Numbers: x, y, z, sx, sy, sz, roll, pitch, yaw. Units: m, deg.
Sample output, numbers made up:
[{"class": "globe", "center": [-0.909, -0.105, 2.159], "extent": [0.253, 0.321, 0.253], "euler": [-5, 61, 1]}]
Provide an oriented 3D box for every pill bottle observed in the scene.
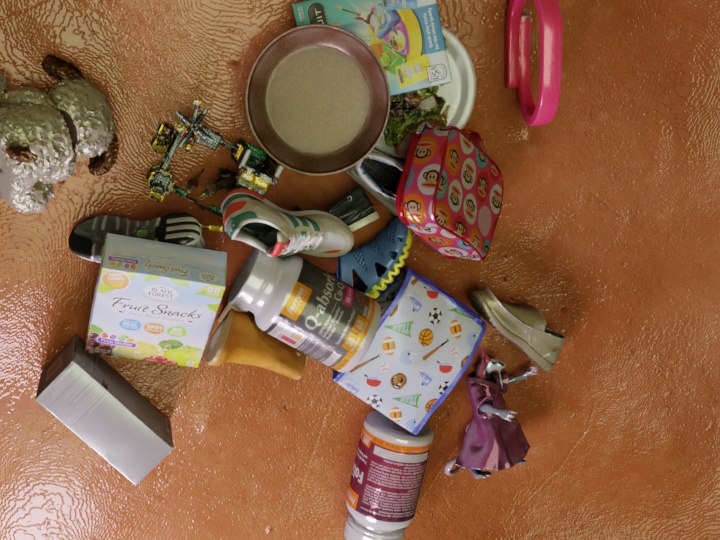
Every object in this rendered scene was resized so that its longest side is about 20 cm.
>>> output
[{"class": "pill bottle", "center": [-0.079, 0.051, 1.453], "extent": [0.198, 0.116, 0.117], "euler": [29, 97, -15]}, {"class": "pill bottle", "center": [0.040, 0.334, 1.621], "extent": [0.113, 0.114, 0.203], "euler": [9, 102, -16]}]

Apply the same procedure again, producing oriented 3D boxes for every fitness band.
[{"class": "fitness band", "center": [0.250, -0.311, 1.481], "extent": [0.037, 0.144, 0.203], "euler": [-7, 107, -13]}]

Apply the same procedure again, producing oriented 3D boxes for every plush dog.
[{"class": "plush dog", "center": [-0.407, -0.190, 1.362], "extent": [0.171, 0.160, 0.202], "euler": [-35, 115, -31]}]

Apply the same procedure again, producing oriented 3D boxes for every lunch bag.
[{"class": "lunch bag", "center": [0.137, -0.122, 1.484], "extent": [0.200, 0.081, 0.178], "euler": [34, 67, -52]}, {"class": "lunch bag", "center": [0.074, 0.113, 1.566], "extent": [0.169, 0.124, 0.201], "euler": [33, 103, -19]}]

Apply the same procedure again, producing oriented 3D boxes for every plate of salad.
[{"class": "plate of salad", "center": [0.079, -0.263, 1.503], "extent": [0.197, 0.048, 0.203], "euler": [-4, 106, -12]}]

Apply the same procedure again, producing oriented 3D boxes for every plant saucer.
[{"class": "plant saucer", "center": [-0.058, -0.233, 1.409], "extent": [0.197, 0.037, 0.204], "euler": [0, 99, -1]}]

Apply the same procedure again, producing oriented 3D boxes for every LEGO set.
[{"class": "LEGO set", "center": [-0.200, -0.129, 1.430], "extent": [0.199, 0.116, 0.155], "euler": [34, 95, -20]}]

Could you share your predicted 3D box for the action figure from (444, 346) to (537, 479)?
[{"class": "action figure", "center": [0.206, 0.222, 1.660], "extent": [0.147, 0.133, 0.203], "euler": [-8, 97, 33]}]

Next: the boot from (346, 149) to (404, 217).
[{"class": "boot", "center": [0.062, -0.114, 1.513], "extent": [0.199, 0.096, 0.074], "euler": [30, 96, -20]}]

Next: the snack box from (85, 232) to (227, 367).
[{"class": "snack box", "center": [-0.287, 0.046, 1.431], "extent": [0.166, 0.068, 0.201], "euler": [9, 138, -15]}]

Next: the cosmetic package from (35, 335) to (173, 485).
[{"class": "cosmetic package", "center": [-0.367, 0.203, 1.487], "extent": [0.090, 0.107, 0.200], "euler": [-45, 112, 2]}]

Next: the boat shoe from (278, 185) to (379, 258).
[{"class": "boat shoe", "center": [-0.074, -0.068, 1.505], "extent": [0.197, 0.075, 0.067], "euler": [-22, 96, 4]}]

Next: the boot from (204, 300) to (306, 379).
[{"class": "boot", "center": [-0.143, 0.114, 1.467], "extent": [0.143, 0.201, 0.071], "euler": [34, 103, -10]}]

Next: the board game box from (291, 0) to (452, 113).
[{"class": "board game box", "center": [0.017, -0.317, 1.441], "extent": [0.197, 0.047, 0.153], "euler": [-13, 98, 0]}]

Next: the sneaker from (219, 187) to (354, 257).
[{"class": "sneaker", "center": [-0.098, -0.043, 1.404], "extent": [0.198, 0.094, 0.071], "euler": [18, 123, -22]}]

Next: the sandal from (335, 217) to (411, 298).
[{"class": "sandal", "center": [0.000, 0.000, 1.541], "extent": [0.087, 0.079, 0.201], "euler": [37, 92, -16]}]

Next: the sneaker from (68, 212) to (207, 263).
[{"class": "sneaker", "center": [-0.307, -0.022, 1.460], "extent": [0.197, 0.076, 0.116], "euler": [-1, 150, 13]}]

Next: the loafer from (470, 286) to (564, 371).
[{"class": "loafer", "center": [0.251, 0.080, 1.630], "extent": [0.200, 0.076, 0.068], "euler": [40, 92, -30]}]
